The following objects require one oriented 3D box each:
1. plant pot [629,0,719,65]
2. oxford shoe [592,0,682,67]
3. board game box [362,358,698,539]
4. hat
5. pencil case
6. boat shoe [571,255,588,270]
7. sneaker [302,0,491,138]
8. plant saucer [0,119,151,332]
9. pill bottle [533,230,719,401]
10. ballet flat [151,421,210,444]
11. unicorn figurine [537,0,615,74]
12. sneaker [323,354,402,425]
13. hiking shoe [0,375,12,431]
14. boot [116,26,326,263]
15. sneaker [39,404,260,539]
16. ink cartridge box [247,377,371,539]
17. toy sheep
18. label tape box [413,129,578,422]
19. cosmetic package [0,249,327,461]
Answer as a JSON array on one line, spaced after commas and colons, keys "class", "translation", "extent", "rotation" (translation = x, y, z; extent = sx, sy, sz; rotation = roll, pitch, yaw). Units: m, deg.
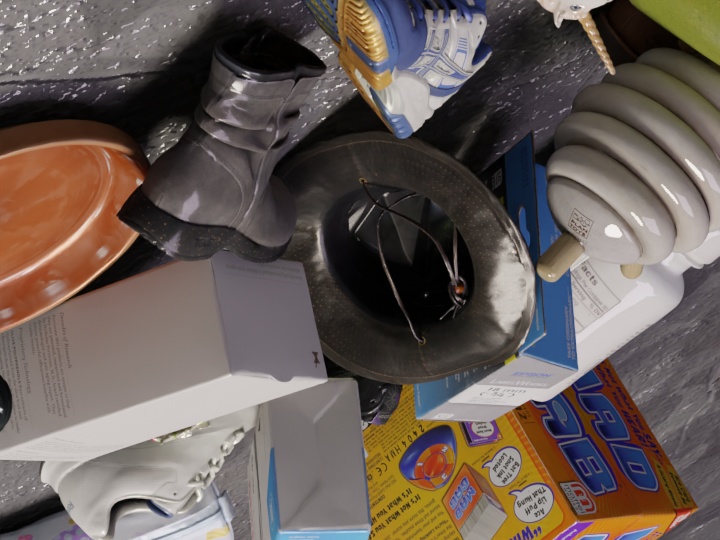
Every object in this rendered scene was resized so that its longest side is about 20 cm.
[{"class": "plant pot", "translation": [0.289, -0.166, 1.300], "extent": [0.187, 0.200, 0.187], "rotation": [-28, 147, -20]}, {"class": "oxford shoe", "translation": [0.233, -0.151, 1.482], "extent": [0.071, 0.071, 0.200], "rotation": [-44, 153, 21]}, {"class": "board game box", "translation": [0.116, 0.175, 1.845], "extent": [0.200, 0.200, 0.200], "rotation": [-42, 155, 28]}, {"class": "hat", "translation": [0.034, -0.023, 1.422], "extent": [0.081, 0.201, 0.201], "rotation": [-50, 178, -47]}, {"class": "pencil case", "translation": [-0.198, 0.212, 1.694], "extent": [0.200, 0.083, 0.091], "rotation": [-22, 178, -20]}, {"class": "boat shoe", "translation": [0.175, -0.064, 1.583], "extent": [0.200, 0.071, 0.069], "rotation": [-46, 156, 22]}, {"class": "sneaker", "translation": [0.026, -0.146, 1.252], "extent": [0.088, 0.075, 0.200], "rotation": [-38, 166, 0]}, {"class": "plant saucer", "translation": [-0.213, -0.022, 1.256], "extent": [0.200, 0.032, 0.200], "rotation": [-25, 156, -12]}, {"class": "pill bottle", "translation": [0.182, 0.000, 1.674], "extent": [0.200, 0.114, 0.114], "rotation": [-38, 156, 18]}, {"class": "ballet flat", "translation": [-0.083, 0.059, 1.519], "extent": [0.200, 0.076, 0.064], "rotation": [-43, -173, 26]}, {"class": "unicorn figurine", "translation": [0.107, -0.195, 1.251], "extent": [0.200, 0.074, 0.137], "rotation": [9, 148, -36]}, {"class": "sneaker", "translation": [0.016, 0.067, 1.644], "extent": [0.200, 0.088, 0.076], "rotation": [-41, 155, 25]}, {"class": "hiking shoe", "translation": [-0.286, 0.071, 1.261], "extent": [0.200, 0.075, 0.087], "rotation": [0, 177, 15]}, {"class": "boot", "translation": [-0.057, -0.074, 1.286], "extent": [0.132, 0.070, 0.200], "rotation": [-59, 171, 12]}, {"class": "sneaker", "translation": [-0.131, 0.134, 1.610], "extent": [0.200, 0.087, 0.075], "rotation": [-27, 155, -11]}, {"class": "ink cartridge box", "translation": [-0.041, 0.170, 1.574], "extent": [0.067, 0.116, 0.200], "rotation": [-2, 153, -9]}, {"class": "toy sheep", "translation": [0.181, -0.065, 1.387], "extent": [0.200, 0.138, 0.138], "rotation": [-52, 162, -15]}, {"class": "label tape box", "translation": [0.101, 0.009, 1.488], "extent": [0.063, 0.144, 0.200], "rotation": [6, 159, -23]}, {"class": "cosmetic package", "translation": [-0.135, 0.057, 1.370], "extent": [0.200, 0.085, 0.108], "rotation": [-20, 164, 28]}]
